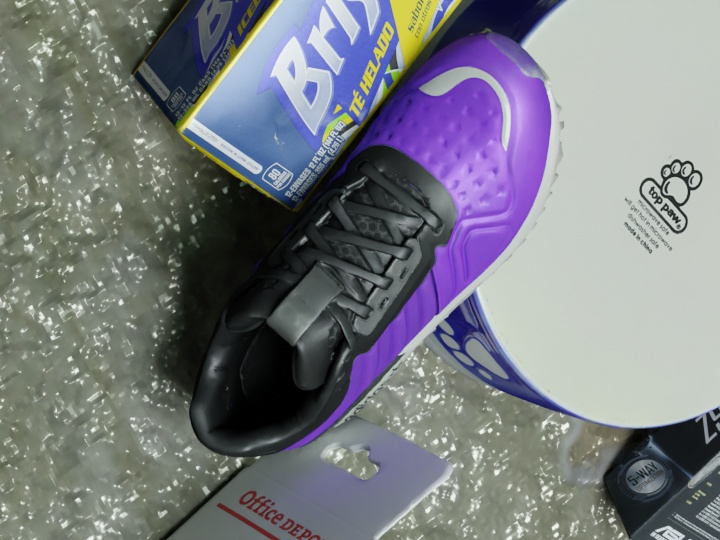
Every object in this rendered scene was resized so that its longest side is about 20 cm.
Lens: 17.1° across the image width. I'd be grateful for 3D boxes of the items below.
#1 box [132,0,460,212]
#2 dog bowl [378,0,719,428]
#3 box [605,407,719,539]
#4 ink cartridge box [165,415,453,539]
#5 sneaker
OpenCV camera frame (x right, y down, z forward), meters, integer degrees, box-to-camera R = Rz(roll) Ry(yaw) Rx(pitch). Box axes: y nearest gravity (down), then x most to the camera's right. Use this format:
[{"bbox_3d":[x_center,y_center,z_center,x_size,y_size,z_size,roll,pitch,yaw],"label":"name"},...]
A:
[{"bbox_3d":[0.003,-0.126,0.914,0.064,0.070,0.200,34,98,-30],"label":"box"},{"bbox_3d":[0.108,-0.037,1.012,0.200,0.079,0.201,-6,103,-28],"label":"dog bowl"},{"bbox_3d":[0.237,0.099,1.095,0.200,0.044,0.160,31,112,-30],"label":"box"},{"bbox_3d":[-0.045,0.151,0.942,0.200,0.116,0.068,-42,118,-15],"label":"ink cartridge box"},{"bbox_3d":[0.000,0.001,0.901,0.200,0.070,0.099,-55,166,25],"label":"sneaker"}]
